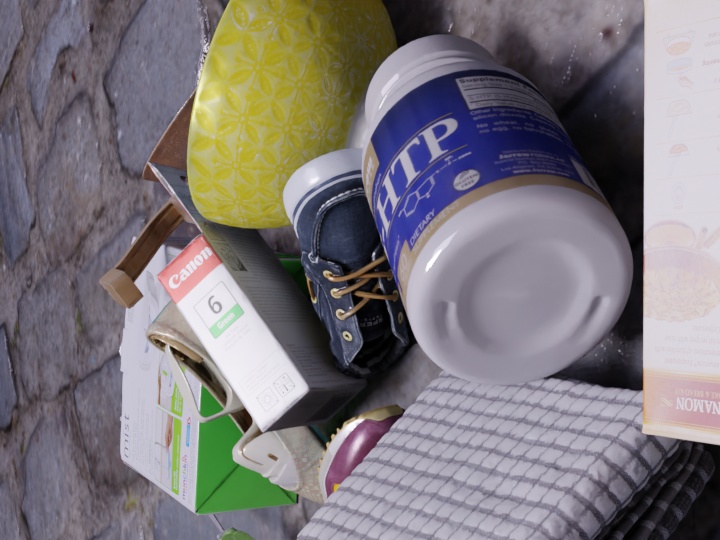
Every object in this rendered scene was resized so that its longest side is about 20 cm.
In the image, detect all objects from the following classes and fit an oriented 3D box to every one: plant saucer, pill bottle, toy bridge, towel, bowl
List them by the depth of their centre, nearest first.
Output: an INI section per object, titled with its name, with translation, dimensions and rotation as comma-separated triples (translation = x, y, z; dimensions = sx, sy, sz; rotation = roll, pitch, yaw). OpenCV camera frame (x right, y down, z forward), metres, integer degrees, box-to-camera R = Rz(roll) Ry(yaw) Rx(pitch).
[towel]
translation = 0.072, 0.131, 0.697
dimensions = 0.199, 0.166, 0.086
rotation = 0, 129, 58
[pill bottle]
translation = 0.064, -0.045, 0.744
dimensions = 0.201, 0.118, 0.121
rotation = -108, 32, -52
[bowl]
translation = -0.023, -0.111, 0.901
dimensions = 0.107, 0.200, 0.202
rotation = 21, 114, 13
[plant saucer]
translation = -0.090, -0.137, 1.021
dimensions = 0.201, 0.037, 0.200
rotation = -51, 4, 5
[toy bridge]
translation = -0.131, -0.051, 1.073
dimensions = 0.200, 0.027, 0.067
rotation = -47, 25, -16

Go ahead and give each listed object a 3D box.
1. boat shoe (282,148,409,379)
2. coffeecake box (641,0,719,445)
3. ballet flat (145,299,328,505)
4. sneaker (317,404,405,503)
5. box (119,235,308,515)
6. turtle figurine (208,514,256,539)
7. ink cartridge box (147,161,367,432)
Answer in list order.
[boat shoe]
translation = 0.000, 0.000, 0.876
dimensions = 0.201, 0.070, 0.092
rotation = 84, 166, -67
[coffeecake box]
translation = 0.195, -0.025, 0.567
dimensions = 0.153, 0.072, 0.203
rotation = 0, 89, 60
[ballet flat]
translation = -0.085, 0.107, 0.985
dimensions = 0.201, 0.062, 0.067
rotation = 51, 151, 4
[sneaker]
translation = 0.012, 0.184, 0.901
dimensions = 0.090, 0.074, 0.202
rotation = 49, 138, 41
[box]
translation = -0.127, 0.080, 1.115
dimensions = 0.176, 0.096, 0.203
rotation = 12, 100, 61
[turtle figurine]
translation = -0.128, 0.258, 0.997
dimensions = 0.201, 0.143, 0.195
rotation = 59, 157, 23
[ink cartridge box]
translation = -0.086, 0.018, 0.949
dimensions = 0.050, 0.109, 0.201
rotation = -41, 74, 14
